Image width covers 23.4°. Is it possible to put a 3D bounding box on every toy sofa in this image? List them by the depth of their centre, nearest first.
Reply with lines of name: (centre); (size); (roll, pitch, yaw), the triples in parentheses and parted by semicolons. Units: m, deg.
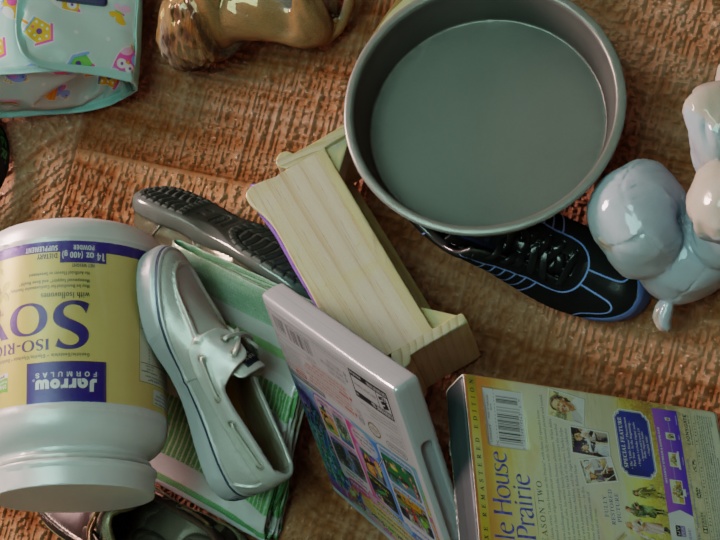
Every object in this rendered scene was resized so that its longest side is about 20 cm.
toy sofa: (0.000, 0.000, 1.314); (0.097, 0.083, 0.201); (-30, 66, -2)

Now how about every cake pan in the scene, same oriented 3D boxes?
cake pan: (0.089, -0.111, 1.233); (0.199, 0.037, 0.201); (-4, 68, 9)

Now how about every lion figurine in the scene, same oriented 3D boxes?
lion figurine: (-0.079, -0.213, 1.417); (0.199, 0.072, 0.123); (9, 118, 22)

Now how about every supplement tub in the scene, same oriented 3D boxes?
supplement tub: (-0.218, 0.075, 1.323); (0.145, 0.145, 0.201); (-11, 71, 25)

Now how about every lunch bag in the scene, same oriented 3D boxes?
lunch bag: (-0.280, -0.225, 1.501); (0.199, 0.122, 0.171); (-5, 72, 15)

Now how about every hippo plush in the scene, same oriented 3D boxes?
hippo plush: (0.249, -0.050, 1.191); (0.160, 0.199, 0.160); (-19, 49, 50)

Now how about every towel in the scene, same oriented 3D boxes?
towel: (-0.107, 0.095, 1.358); (0.152, 0.023, 0.201); (23, 112, 30)

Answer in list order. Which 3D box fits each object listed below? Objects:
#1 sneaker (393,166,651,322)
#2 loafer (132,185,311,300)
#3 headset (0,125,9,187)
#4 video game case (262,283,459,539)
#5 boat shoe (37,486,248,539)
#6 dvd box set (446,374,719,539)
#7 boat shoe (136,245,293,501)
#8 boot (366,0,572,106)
sneaker: (0.113, -0.018, 1.259); (0.199, 0.078, 0.070); (26, 102, 17)
loafer: (-0.103, -0.003, 1.396); (0.199, 0.075, 0.070); (28, 116, 30)
headset: (-0.404, -0.073, 1.573); (0.199, 0.094, 0.124); (-27, 63, 4)
video game case: (0.008, 0.117, 1.219); (0.024, 0.183, 0.200); (-29, 29, -18)
boat shoe: (-0.183, 0.199, 1.380); (0.199, 0.072, 0.072); (18, 76, 28)
dvd box set: (0.155, 0.151, 1.146); (0.029, 0.199, 0.147); (129, 144, -51)
boat shoe: (-0.103, 0.071, 1.299); (0.070, 0.071, 0.201); (-19, 90, 30)
boot: (0.112, -0.190, 1.316); (0.155, 0.073, 0.200); (32, 82, 21)
